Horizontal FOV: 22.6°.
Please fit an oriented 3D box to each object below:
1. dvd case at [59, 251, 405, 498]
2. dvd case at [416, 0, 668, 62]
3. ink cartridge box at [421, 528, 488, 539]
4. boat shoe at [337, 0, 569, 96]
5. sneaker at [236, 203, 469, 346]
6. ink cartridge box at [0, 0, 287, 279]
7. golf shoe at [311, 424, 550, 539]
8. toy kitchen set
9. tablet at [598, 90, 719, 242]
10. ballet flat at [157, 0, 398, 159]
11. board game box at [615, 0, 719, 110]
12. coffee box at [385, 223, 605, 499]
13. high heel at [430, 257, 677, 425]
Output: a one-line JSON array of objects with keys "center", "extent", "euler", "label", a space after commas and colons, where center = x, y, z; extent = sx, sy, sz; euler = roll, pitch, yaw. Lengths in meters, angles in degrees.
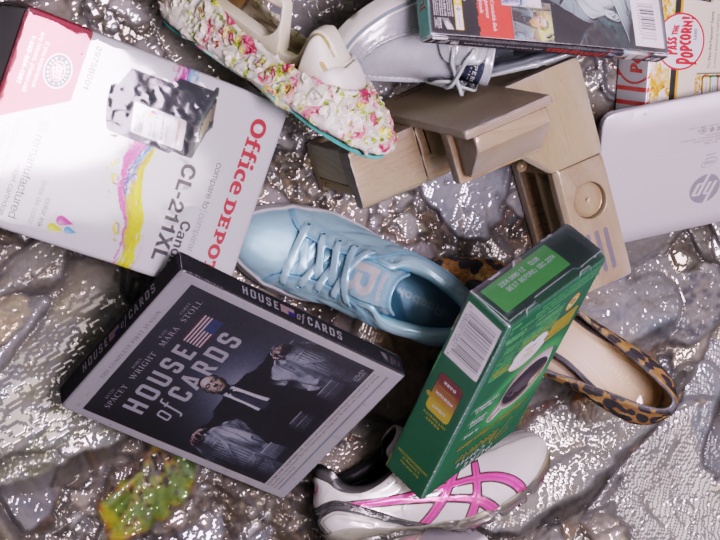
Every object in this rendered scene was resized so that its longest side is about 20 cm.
[{"center": [-0.090, 0.079, 1.282], "extent": [0.199, 0.025, 0.150], "euler": [26, 121, -31], "label": "dvd case"}, {"center": [0.126, -0.225, 1.282], "extent": [0.199, 0.022, 0.147], "euler": [0, 77, -26], "label": "dvd case"}, {"center": [0.011, 0.284, 1.389], "extent": [0.199, 0.068, 0.116], "euler": [-21, 107, -20], "label": "ink cartridge box"}, {"center": [0.076, -0.165, 1.288], "extent": [0.200, 0.072, 0.070], "euler": [-16, 146, -23], "label": "boat shoe"}, {"center": [0.000, 0.000, 1.309], "extent": [0.199, 0.082, 0.074], "euler": [18, 86, -9], "label": "sneaker"}, {"center": [-0.168, -0.081, 1.235], "extent": [0.199, 0.083, 0.146], "euler": [18, 91, -26], "label": "ink cartridge box"}, {"center": [0.057, 0.158, 1.387], "extent": [0.199, 0.073, 0.093], "euler": [-20, 106, -21], "label": "golf shoe"}, {"center": [0.100, -0.044, 1.322], "extent": [0.199, 0.163, 0.181], "euler": [-23, 108, -19], "label": "toy kitchen set"}, {"center": [0.276, -0.086, 1.443], "extent": [0.199, 0.014, 0.131], "euler": [-11, 129, -17], "label": "tablet"}, {"center": [-0.053, -0.152, 1.233], "extent": [0.200, 0.076, 0.064], "euler": [34, 120, 9], "label": "ballet flat"}, {"center": [0.305, -0.185, 1.459], "extent": [0.199, 0.046, 0.152], "euler": [-1, 99, -25], "label": "board game box"}, {"center": [0.095, 0.069, 1.306], "extent": [0.123, 0.044, 0.200], "euler": [-33, 155, -40], "label": "coffee box"}, {"center": [0.151, 0.049, 1.372], "extent": [0.200, 0.142, 0.072], "euler": [34, 84, -26], "label": "high heel"}]
